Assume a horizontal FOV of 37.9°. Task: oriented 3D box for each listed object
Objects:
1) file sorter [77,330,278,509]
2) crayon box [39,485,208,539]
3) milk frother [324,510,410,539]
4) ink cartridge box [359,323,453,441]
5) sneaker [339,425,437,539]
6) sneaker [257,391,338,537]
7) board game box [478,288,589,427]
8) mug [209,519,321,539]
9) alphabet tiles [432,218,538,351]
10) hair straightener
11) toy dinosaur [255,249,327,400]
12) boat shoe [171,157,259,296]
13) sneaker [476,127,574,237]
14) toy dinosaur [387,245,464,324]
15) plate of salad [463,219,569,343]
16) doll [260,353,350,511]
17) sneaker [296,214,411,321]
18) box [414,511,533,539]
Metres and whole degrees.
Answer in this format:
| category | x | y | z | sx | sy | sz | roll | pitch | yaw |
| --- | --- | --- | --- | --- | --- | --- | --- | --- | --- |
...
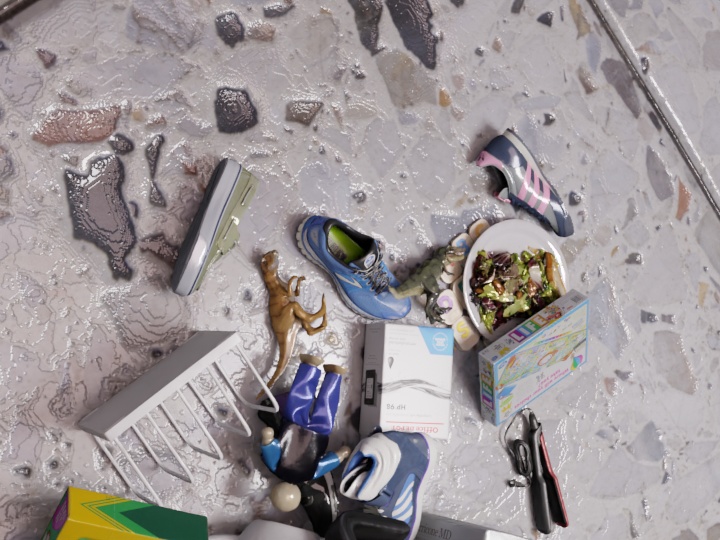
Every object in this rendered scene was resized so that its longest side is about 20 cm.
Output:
| category | x | y | z | sx | sy | sz | roll | pitch | yaw |
| --- | --- | --- | --- | --- | --- | --- | --- | --- | --- |
| file sorter | -0.222 | 0.182 | 1.314 | 0.200 | 0.139 | 0.125 | -39 | 105 | -24 |
| crayon box | -0.299 | 0.358 | 1.245 | 0.172 | 0.058 | 0.200 | 20 | 118 | -23 |
| milk frother | 0.015 | 0.427 | 1.329 | 0.188 | 0.180 | 0.200 | 18 | 102 | -39 |
| ink cartridge box | 0.066 | 0.178 | 1.498 | 0.116 | 0.067 | 0.201 | 6 | 84 | -26 |
| sneaker | 0.016 | 0.307 | 1.418 | 0.146 | 0.081 | 0.200 | 2 | 112 | -42 |
| sneaker | -0.091 | 0.265 | 1.418 | 0.087 | 0.076 | 0.201 | -10 | 83 | -20 |
| board game box | 0.263 | 0.131 | 1.581 | 0.200 | 0.034 | 0.135 | -30 | 133 | -26 |
| mug | -0.140 | 0.410 | 1.344 | 0.199 | 0.148 | 0.176 | 16 | 71 | -5 |
| alphabet tiles | 0.200 | 0.029 | 1.606 | 0.200 | 0.015 | 0.196 | -38 | 103 | -23 |
| hair straightener | 0.263 | 0.308 | 1.600 | 0.077 | 0.041 | 0.201 | -15 | 98 | -26 |
| toy dinosaur | -0.098 | 0.073 | 1.440 | 0.106 | 0.060 | 0.201 | -5 | 83 | -3 |
| boat shoe | -0.188 | -0.053 | 1.385 | 0.062 | 0.072 | 0.200 | 27 | 72 | -20 |
| sneaker | 0.253 | -0.119 | 1.625 | 0.082 | 0.070 | 0.200 | -37 | 104 | -2 |
| toy dinosaur | 0.098 | 0.029 | 1.504 | 0.200 | 0.047 | 0.088 | -34 | 102 | -53 |
| plate of salad | 0.244 | 0.022 | 1.594 | 0.200 | 0.048 | 0.201 | 1 | 89 | -28 |
| doll | -0.070 | 0.216 | 1.369 | 0.136 | 0.048 | 0.200 | 25 | 75 | -30 |
| sneaker | 0.000 | 0.000 | 1.465 | 0.200 | 0.089 | 0.079 | 42 | 70 | -20 |
| box | 0.182 | 0.450 | 1.463 | 0.200 | 0.199 | 0.172 | 22 | 76 | -24 |
